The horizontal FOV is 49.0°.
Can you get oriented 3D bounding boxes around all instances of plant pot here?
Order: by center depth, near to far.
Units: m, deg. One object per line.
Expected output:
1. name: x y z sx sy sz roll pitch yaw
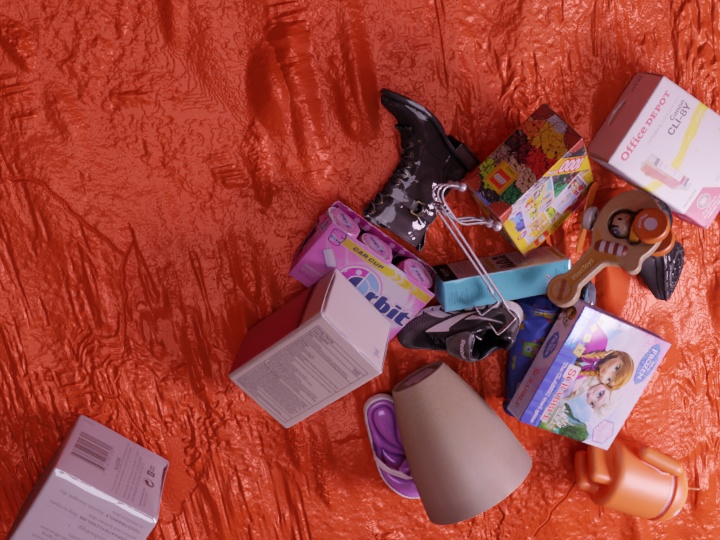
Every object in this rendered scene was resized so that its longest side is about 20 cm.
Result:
1. plant pot: 0.136 0.251 1.224 0.186 0.187 0.202 -30 92 3

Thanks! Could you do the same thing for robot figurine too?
1. robot figurine: 0.455 0.346 1.308 0.197 0.117 0.146 18 103 -12

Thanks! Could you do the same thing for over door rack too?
1. over door rack: 0.161 -0.029 1.072 0.066 0.148 0.203 -23 96 3

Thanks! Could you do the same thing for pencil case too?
1. pencil case: 0.274 0.137 1.243 0.086 0.078 0.203 9 108 21

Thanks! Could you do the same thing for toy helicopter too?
1. toy helicopter: 0.337 -0.033 1.121 0.200 0.133 0.079 -46 150 10

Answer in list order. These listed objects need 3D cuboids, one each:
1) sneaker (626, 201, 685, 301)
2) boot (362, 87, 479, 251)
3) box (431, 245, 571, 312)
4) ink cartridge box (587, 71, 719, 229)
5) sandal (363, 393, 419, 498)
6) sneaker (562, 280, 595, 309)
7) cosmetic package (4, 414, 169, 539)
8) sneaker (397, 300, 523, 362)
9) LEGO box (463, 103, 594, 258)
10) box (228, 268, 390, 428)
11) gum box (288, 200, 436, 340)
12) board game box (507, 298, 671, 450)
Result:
1. sneaker: 0.443 -0.033 1.222 0.076 0.090 0.201 -51 131 -26
2. boot: 0.062 -0.142 1.141 0.199 0.069 0.175 38 98 -18
3. box: 0.213 0.011 1.197 0.197 0.082 0.050 -10 107 -4
4. ink cartridge box: 0.462 -0.178 1.172 0.198 0.084 0.146 29 101 -14
5. sandal: 0.057 0.296 1.278 0.082 0.050 0.205 -26 108 1
6. sneaker: 0.360 0.100 1.256 0.094 0.079 0.203 -9 115 -15
7. cosmetic package: -0.413 0.365 1.179 0.165 0.168 0.201 32 101 -15
8. sneaker: 0.146 0.097 1.186 0.197 0.091 0.067 -9 122 18
9. LEGO box: 0.242 -0.118 1.104 0.149 0.200 0.077 -44 65 6
10. box: -0.072 0.115 1.141 0.199 0.110 0.128 -34 112 29
11. gum box: 0.000 0.000 1.158 0.199 0.067 0.114 34 121 -15
12. board game box: 0.352 0.161 1.210 0.197 0.041 0.202 20 104 -28
